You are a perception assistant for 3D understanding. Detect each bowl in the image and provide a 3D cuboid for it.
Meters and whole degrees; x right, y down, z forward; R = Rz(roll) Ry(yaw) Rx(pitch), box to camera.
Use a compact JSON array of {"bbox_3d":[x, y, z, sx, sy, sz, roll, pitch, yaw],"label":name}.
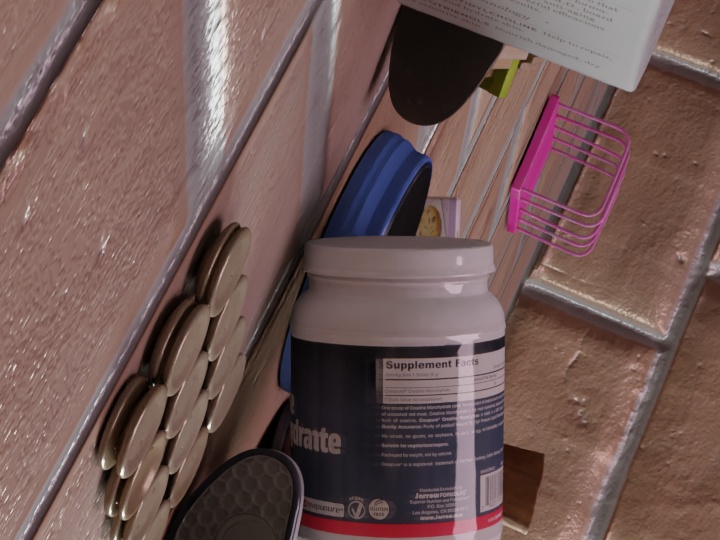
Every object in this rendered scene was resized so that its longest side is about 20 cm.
[{"bbox_3d":[0.000,0.000,1.476,0.201,0.039,0.202,22,90,-82],"label":"bowl"}]

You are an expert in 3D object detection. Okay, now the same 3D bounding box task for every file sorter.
[{"bbox_3d":[0.278,-0.118,2.730,0.200,0.125,0.140,82,32,-75],"label":"file sorter"}]

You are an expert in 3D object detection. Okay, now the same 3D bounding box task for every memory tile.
[{"bbox_3d":[-0.098,0.074,1.098,0.200,0.017,0.154,99,15,-61],"label":"memory tile"}]

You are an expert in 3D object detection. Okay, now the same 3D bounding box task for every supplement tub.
[{"bbox_3d":[0.024,0.082,1.326,0.140,0.139,0.202,-24,115,-79],"label":"supplement tub"}]

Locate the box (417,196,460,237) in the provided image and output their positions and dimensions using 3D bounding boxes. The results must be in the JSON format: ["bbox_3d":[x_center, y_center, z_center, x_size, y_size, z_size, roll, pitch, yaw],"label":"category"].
[{"bbox_3d":[0.063,0.037,1.770,0.039,0.041,0.202,-12,104,-82],"label":"box"}]

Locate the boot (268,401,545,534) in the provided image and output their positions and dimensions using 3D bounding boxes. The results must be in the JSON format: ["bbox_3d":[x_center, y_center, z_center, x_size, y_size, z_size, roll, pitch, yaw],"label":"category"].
[{"bbox_3d":[0.031,0.159,1.532,0.188,0.199,0.069,-48,160,-68],"label":"boot"}]

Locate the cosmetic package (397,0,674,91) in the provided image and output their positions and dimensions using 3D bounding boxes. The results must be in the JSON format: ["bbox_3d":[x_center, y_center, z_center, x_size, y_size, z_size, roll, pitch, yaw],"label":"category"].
[{"bbox_3d":[0.121,-0.234,1.181,0.200,0.165,0.168,86,27,-75],"label":"cosmetic package"}]

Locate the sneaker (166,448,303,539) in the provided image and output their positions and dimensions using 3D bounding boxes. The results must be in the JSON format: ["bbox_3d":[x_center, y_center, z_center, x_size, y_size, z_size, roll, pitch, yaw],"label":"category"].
[{"bbox_3d":[-0.081,0.202,1.323,0.204,0.076,0.146,-66,169,6],"label":"sneaker"}]

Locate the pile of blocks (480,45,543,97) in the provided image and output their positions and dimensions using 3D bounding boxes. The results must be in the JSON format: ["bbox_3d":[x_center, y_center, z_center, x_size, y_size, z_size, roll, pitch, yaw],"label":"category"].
[{"bbox_3d":[0.098,-0.160,1.543,0.200,0.082,0.063,-48,159,-69],"label":"pile of blocks"}]

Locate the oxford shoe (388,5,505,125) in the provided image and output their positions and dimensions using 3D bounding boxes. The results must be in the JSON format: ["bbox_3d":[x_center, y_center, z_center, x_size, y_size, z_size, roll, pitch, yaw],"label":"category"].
[{"bbox_3d":[0.073,-0.185,1.359,0.071,0.071,0.201,89,23,-84],"label":"oxford shoe"}]
